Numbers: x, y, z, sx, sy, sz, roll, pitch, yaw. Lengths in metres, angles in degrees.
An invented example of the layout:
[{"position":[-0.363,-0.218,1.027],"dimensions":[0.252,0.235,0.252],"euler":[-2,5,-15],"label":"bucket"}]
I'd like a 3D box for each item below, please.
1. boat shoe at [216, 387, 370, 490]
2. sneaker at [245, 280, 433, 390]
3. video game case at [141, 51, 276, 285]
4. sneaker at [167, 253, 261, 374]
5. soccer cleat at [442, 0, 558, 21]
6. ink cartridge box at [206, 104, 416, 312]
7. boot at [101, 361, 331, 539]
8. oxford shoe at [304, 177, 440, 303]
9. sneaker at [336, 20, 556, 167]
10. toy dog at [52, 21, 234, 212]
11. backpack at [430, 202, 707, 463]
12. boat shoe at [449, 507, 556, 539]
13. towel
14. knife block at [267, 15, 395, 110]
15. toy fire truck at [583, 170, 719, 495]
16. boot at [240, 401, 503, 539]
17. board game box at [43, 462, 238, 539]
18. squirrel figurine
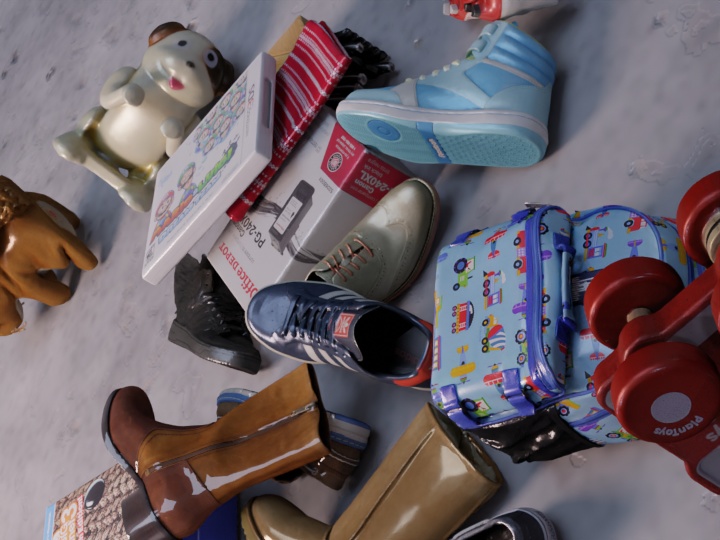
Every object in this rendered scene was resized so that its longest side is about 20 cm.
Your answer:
[{"position":[-0.076,0.156,1.308],"dimensions":[0.200,0.072,0.073],"euler":[4,72,53],"label":"boat shoe"},{"position":[-0.014,0.048,1.212],"dimensions":[0.199,0.085,0.075],"euler":[12,83,19],"label":"sneaker"},{"position":[-0.154,-0.106,1.456],"dimensions":[0.200,0.024,0.182],"euler":[-45,28,29],"label":"video game case"},{"position":[-0.149,0.038,1.488],"dimensions":[0.200,0.060,0.105],"euler":[16,85,58],"label":"sneaker"},{"position":[0.128,-0.267,1.341],"dimensions":[0.200,0.085,0.069],"euler":[-119,27,-73],"label":"soccer cleat"},{"position":[-0.048,-0.045,1.394],"dimensions":[0.200,0.083,0.145],"euler":[-55,35,10],"label":"ink cartridge box"},{"position":[-0.131,0.133,1.269],"dimensions":[0.200,0.069,0.188],"euler":[-33,37,10],"label":"boot"},{"position":[0.000,0.000,1.295],"dimensions":[0.071,0.074,0.200],"euler":[38,101,27],"label":"oxford shoe"},{"position":[0.084,-0.166,1.281],"dimensions":[0.199,0.080,0.131],"euler":[10,67,21],"label":"sneaker"},{"position":[-0.239,-0.196,1.718],"dimensions":[0.200,0.139,0.194],"euler":[-49,1,21],"label":"toy dog"},{"position":[0.165,0.036,1.031],"dimensions":[0.200,0.134,0.183],"euler":[-17,56,42],"label":"backpack"},{"position":[0.058,0.246,1.069],"dimensions":[0.200,0.068,0.072],"euler":[-40,64,25],"label":"boat shoe"},{"position":[-0.085,-0.153,1.434],"dimensions":[0.200,0.022,0.145],"euler":[-53,26,13],"label":"towel"},{"position":[-0.055,-0.177,1.506],"dimensions":[0.200,0.064,0.176],"euler":[-45,38,23],"label":"knife block"},{"position":[0.247,0.044,0.891],"dimensions":[0.200,0.168,0.112],"euler":[-45,28,24],"label":"toy fire truck"},{"position":[0.007,0.189,1.183],"dimensions":[0.200,0.066,0.175],"euler":[-53,55,15],"label":"boot"},{"position":[-0.217,0.279,1.383],"dimensions":[0.200,0.097,0.160],"euler":[-34,44,34],"label":"board game box"},{"position":[-0.461,-0.012,1.796],"dimensions":[0.187,0.200,0.142],"euler":[-47,42,7],"label":"squirrel figurine"}]
